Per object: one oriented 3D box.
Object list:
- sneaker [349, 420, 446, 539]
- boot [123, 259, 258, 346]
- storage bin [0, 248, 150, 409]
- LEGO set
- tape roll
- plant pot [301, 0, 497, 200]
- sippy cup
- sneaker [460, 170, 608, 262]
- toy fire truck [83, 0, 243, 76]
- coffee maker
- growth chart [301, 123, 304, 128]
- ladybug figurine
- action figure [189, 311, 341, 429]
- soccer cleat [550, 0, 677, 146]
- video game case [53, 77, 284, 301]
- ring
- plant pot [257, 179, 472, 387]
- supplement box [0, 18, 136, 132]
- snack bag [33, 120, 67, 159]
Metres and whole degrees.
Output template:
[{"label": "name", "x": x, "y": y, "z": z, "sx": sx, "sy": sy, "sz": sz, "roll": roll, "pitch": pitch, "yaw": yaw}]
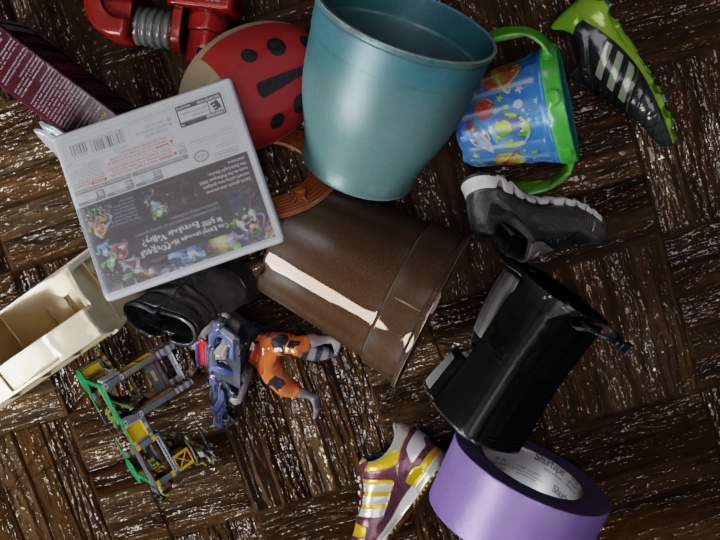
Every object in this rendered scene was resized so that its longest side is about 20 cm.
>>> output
[{"label": "sneaker", "x": 0.025, "y": 0.285, "z": 1.254, "sx": 0.090, "sy": 0.075, "sz": 0.200, "roll": 38, "pitch": 101, "yaw": 14}, {"label": "boot", "x": -0.231, "y": 0.020, "z": 1.150, "sx": 0.199, "sy": 0.131, "sz": 0.070, "roll": 11, "pitch": 122, "yaw": 36}, {"label": "storage bin", "x": -0.373, "y": 0.066, "z": 1.170, "sx": 0.199, "sy": 0.199, "sz": 0.094, "roll": -33, "pitch": 101, "yaw": 9}, {"label": "LEGO set", "x": -0.252, "y": 0.169, "z": 1.219, "sx": 0.116, "sy": 0.154, "sz": 0.201, "roll": -31, "pitch": 95, "yaw": -26}, {"label": "tape roll", "x": 0.188, "y": 0.271, "z": 1.168, "sx": 0.199, "sy": 0.200, "sz": 0.085, "roll": 22, "pitch": 101, "yaw": 0}, {"label": "plant pot", "x": 0.021, "y": -0.188, "z": 1.066, "sx": 0.199, "sy": 0.200, "sz": 0.189, "roll": 21, "pitch": 122, "yaw": 0}, {"label": "sippy cup", "x": 0.175, "y": -0.178, "z": 1.127, "sx": 0.130, "sy": 0.140, "sz": 0.179, "roll": -11, "pitch": 84, "yaw": 17}, {"label": "sneaker", "x": 0.204, "y": -0.045, "z": 1.142, "sx": 0.199, "sy": 0.066, "sz": 0.091, "roll": 15, "pitch": 61, "yaw": -24}, {"label": "toy fire truck", "x": -0.230, "y": -0.274, "z": 1.149, "sx": 0.175, "sy": 0.129, "sz": 0.201, "roll": 8, "pitch": 91, "yaw": 3}, {"label": "coffee maker", "x": 0.182, "y": 0.109, "z": 1.143, "sx": 0.134, "sy": 0.192, "sz": 0.201, "roll": 26, "pitch": 103, "yaw": -18}, {"label": "growth chart", "x": 0.004, "y": -0.229, "z": 1.180, "sx": 0.199, "sy": 0.018, "sz": 0.145, "roll": -23, "pitch": 98, "yaw": 8}, {"label": "ladybug figurine", "x": -0.111, "y": -0.211, "z": 1.109, "sx": 0.200, "sy": 0.072, "sz": 0.136, "roll": -36, "pitch": 113, "yaw": -25}, {"label": "action figure", "x": -0.132, "y": 0.117, "z": 1.230, "sx": 0.192, "sy": 0.105, "sz": 0.201, "roll": 20, "pitch": 134, "yaw": 2}, {"label": "soccer cleat", "x": 0.297, "y": -0.224, "z": 1.144, "sx": 0.081, "sy": 0.068, "sz": 0.201, "roll": -31, "pitch": 95, "yaw": 25}, {"label": "video game case", "x": -0.202, "y": -0.085, "z": 1.037, "sx": 0.199, "sy": 0.023, "sz": 0.183, "roll": -19, "pitch": 89, "yaw": -1}, {"label": "ring", "x": -0.122, "y": -0.120, "z": 1.124, "sx": 0.199, "sy": 0.201, "sz": 0.019, "roll": 2, "pitch": 129, "yaw": 4}, {"label": "plant pot", "x": 0.000, "y": 0.000, "z": 1.144, "sx": 0.197, "sy": 0.200, "sz": 0.201, "roll": 28, "pitch": 101, "yaw": 6}, {"label": "supplement box", "x": -0.355, "y": -0.214, "z": 1.162, "sx": 0.200, "sy": 0.109, "sz": 0.061, "roll": 36, "pitch": 100, "yaw": -2}, {"label": "snack bag", "x": -0.271, "y": -0.092, "z": 1.140, "sx": 0.199, "sy": 0.189, "sz": 0.021, "roll": 31, "pitch": 80, "yaw": 0}]
